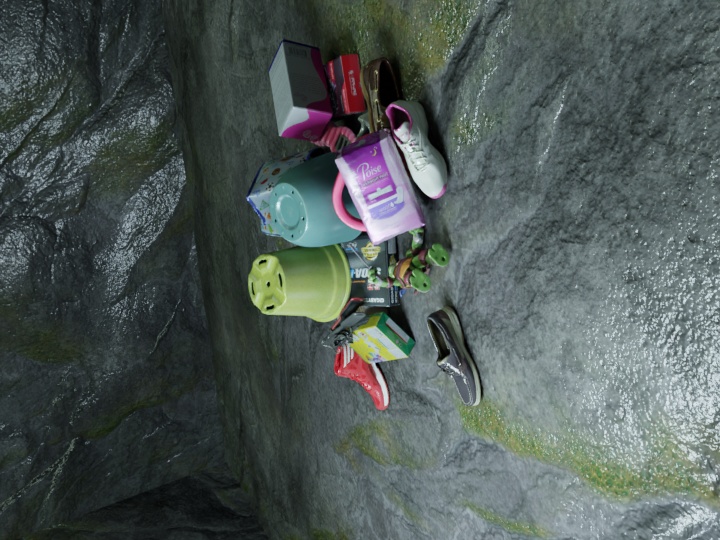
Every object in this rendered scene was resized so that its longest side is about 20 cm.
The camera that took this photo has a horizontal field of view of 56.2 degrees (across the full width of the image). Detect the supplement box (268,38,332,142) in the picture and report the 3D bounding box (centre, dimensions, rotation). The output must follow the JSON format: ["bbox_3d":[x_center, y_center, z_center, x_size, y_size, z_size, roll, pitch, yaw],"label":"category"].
[{"bbox_3d":[-0.140,-0.413,1.554,0.104,0.099,0.205,-49,45,48],"label":"supplement box"}]

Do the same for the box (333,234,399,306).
[{"bbox_3d":[0.000,0.000,1.567,0.196,0.045,0.164,-1,93,41],"label":"box"}]

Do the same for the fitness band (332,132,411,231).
[{"bbox_3d":[0.022,-0.180,1.379,0.038,0.140,0.204,-83,16,-67],"label":"fitness band"}]

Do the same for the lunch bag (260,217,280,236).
[{"bbox_3d":[-0.181,-0.144,1.859,0.199,0.157,0.085,13,109,60],"label":"lunch bag"}]

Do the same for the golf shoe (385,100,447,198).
[{"bbox_3d":[0.101,-0.231,1.279,0.074,0.091,0.205,-30,74,32],"label":"golf shoe"}]

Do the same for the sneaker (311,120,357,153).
[{"bbox_3d":[-0.036,-0.293,1.569,0.200,0.094,0.080,45,108,42],"label":"sneaker"}]

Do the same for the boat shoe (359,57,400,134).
[{"bbox_3d":[0.053,-0.325,1.368,0.070,0.069,0.205,-6,105,52],"label":"boat shoe"}]

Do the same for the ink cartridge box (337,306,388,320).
[{"bbox_3d":[-0.018,0.047,1.702,0.165,0.073,0.205,-41,64,61],"label":"ink cartridge box"}]

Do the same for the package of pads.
[{"bbox_3d":[0.040,-0.161,1.325,0.076,0.118,0.204,-86,-27,-67],"label":"package of pads"}]

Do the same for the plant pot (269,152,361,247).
[{"bbox_3d":[-0.105,-0.145,1.487,0.197,0.159,0.206,18,117,39],"label":"plant pot"}]

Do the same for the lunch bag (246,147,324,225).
[{"bbox_3d":[-0.177,-0.227,1.725,0.203,0.166,0.125,-81,-29,-45],"label":"lunch bag"}]

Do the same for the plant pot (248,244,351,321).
[{"bbox_3d":[-0.150,0.025,1.550,0.197,0.182,0.207,3,95,40],"label":"plant pot"}]

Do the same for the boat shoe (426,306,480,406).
[{"bbox_3d":[0.182,0.177,1.353,0.072,0.063,0.205,-28,77,62],"label":"boat shoe"}]

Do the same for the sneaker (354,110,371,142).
[{"bbox_3d":[0.021,-0.248,1.462,0.074,0.087,0.205,37,136,51],"label":"sneaker"}]

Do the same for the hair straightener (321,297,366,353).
[{"bbox_3d":[-0.042,0.141,1.569,0.200,0.040,0.079,-46,47,47],"label":"hair straightener"}]

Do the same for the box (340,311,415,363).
[{"bbox_3d":[0.030,0.163,1.596,0.117,0.049,0.198,43,148,-17],"label":"box"}]

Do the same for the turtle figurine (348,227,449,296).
[{"bbox_3d":[0.080,-0.030,1.376,0.193,0.141,0.206,8,113,65],"label":"turtle figurine"}]

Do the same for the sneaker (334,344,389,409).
[{"bbox_3d":[-0.006,0.276,1.731,0.078,0.113,0.205,-26,85,64],"label":"sneaker"}]

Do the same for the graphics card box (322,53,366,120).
[{"bbox_3d":[-0.057,-0.420,1.582,0.199,0.050,0.129,9,110,64],"label":"graphics card box"}]
